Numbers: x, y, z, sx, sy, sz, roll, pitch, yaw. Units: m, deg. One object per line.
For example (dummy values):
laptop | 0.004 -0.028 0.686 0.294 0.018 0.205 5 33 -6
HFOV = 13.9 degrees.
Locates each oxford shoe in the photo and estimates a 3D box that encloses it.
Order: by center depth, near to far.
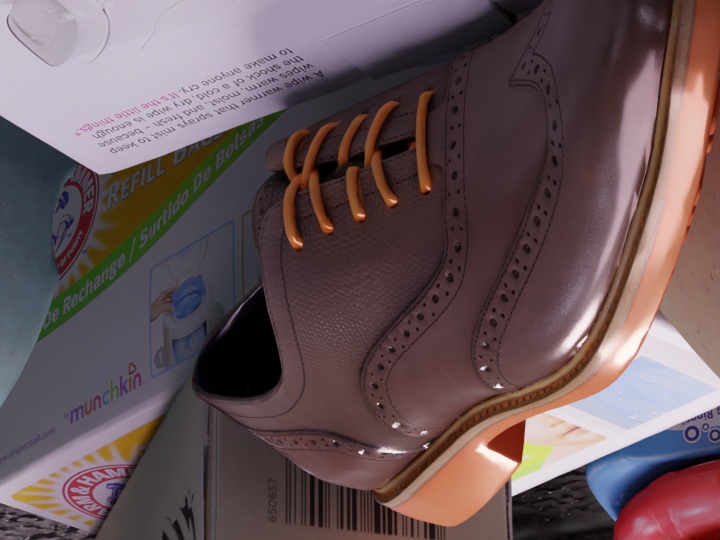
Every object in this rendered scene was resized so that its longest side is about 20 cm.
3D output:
oxford shoe | 0.017 -0.009 0.603 0.072 0.072 0.200 16 144 -11

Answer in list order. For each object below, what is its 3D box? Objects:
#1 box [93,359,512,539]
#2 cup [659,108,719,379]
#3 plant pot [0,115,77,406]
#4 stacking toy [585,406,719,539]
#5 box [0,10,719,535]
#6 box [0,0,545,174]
box | -0.029 0.093 0.775 0.082 0.069 0.200 7 151 -14
cup | 0.131 -0.036 0.652 0.200 0.201 0.143 26 171 -38
plant pot | -0.181 -0.032 0.658 0.200 0.202 0.195 -23 152 38
stacking toy | 0.136 0.148 0.946 0.115 0.201 0.110 -10 150 22
box | 0.000 0.000 0.783 0.112 0.102 0.200 22 145 -34
box | -0.033 -0.118 0.574 0.199 0.097 0.176 -21 145 34
